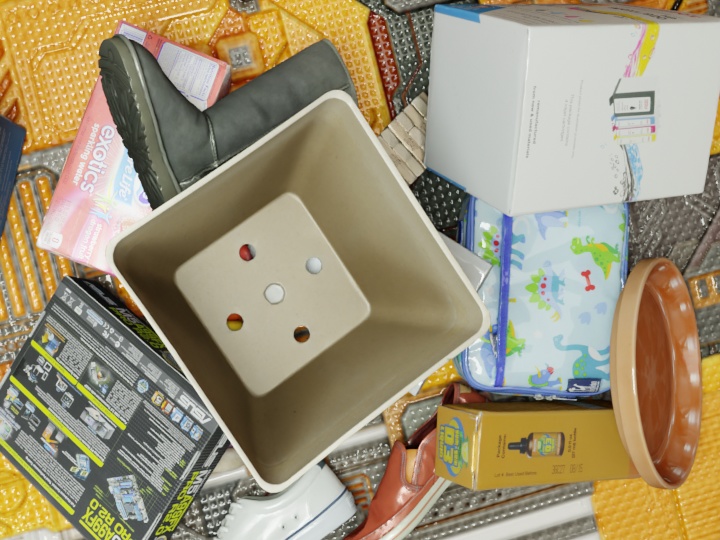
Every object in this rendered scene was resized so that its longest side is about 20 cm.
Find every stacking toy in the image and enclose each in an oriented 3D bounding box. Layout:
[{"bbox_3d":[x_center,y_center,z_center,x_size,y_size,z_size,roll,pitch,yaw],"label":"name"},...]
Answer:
[{"bbox_3d":[-0.127,0.068,0.828,0.084,0.085,0.203,8,92,-6],"label":"stacking toy"}]

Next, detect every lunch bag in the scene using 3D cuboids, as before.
[{"bbox_3d":[0.161,0.015,0.866,0.158,0.082,0.203,5,89,-3],"label":"lunch bag"}]

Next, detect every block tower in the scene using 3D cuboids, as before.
[{"bbox_3d":[0.074,-0.145,0.868,0.200,0.054,0.058,-44,94,-4],"label":"block tower"}]

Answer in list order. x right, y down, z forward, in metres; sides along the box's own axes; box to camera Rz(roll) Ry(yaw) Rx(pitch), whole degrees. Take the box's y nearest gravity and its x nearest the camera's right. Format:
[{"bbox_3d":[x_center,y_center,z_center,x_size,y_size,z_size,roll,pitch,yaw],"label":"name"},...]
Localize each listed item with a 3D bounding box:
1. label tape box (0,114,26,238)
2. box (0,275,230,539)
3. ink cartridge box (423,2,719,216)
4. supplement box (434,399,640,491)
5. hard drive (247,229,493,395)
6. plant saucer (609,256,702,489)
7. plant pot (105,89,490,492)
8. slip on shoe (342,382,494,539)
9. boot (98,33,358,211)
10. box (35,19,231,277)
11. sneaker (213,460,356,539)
[{"bbox_3d":[-0.336,-0.065,0.752,0.065,0.200,0.145,13,89,-4],"label":"label tape box"},{"bbox_3d":[-0.213,0.126,0.793,0.199,0.044,0.161,35,97,21],"label":"box"},{"bbox_3d":[0.176,-0.144,0.790,0.197,0.147,0.147,-8,113,-24],"label":"ink cartridge box"},{"bbox_3d":[0.162,0.151,0.836,0.198,0.068,0.068,4,90,-32],"label":"supplement box"},{"bbox_3d":[0.000,0.000,0.839,0.199,0.026,0.133,32,96,12],"label":"hard drive"},{"bbox_3d":[0.263,0.090,0.839,0.032,0.199,0.204,-5,91,35],"label":"plant saucer"},{"bbox_3d":[-0.054,0.015,0.721,0.199,0.177,0.201,-35,95,-11],"label":"plant pot"},{"bbox_3d":[0.045,0.184,0.858,0.061,0.074,0.200,44,80,-4],"label":"slip on shoe"},{"bbox_3d":[-0.095,-0.138,0.756,0.199,0.072,0.183,-32,134,-22],"label":"boot"},{"bbox_3d":[-0.191,-0.096,0.819,0.101,0.095,0.203,20,88,-6],"label":"box"},{"bbox_3d":[-0.101,0.242,0.850,0.199,0.073,0.071,-33,84,-14],"label":"sneaker"}]
